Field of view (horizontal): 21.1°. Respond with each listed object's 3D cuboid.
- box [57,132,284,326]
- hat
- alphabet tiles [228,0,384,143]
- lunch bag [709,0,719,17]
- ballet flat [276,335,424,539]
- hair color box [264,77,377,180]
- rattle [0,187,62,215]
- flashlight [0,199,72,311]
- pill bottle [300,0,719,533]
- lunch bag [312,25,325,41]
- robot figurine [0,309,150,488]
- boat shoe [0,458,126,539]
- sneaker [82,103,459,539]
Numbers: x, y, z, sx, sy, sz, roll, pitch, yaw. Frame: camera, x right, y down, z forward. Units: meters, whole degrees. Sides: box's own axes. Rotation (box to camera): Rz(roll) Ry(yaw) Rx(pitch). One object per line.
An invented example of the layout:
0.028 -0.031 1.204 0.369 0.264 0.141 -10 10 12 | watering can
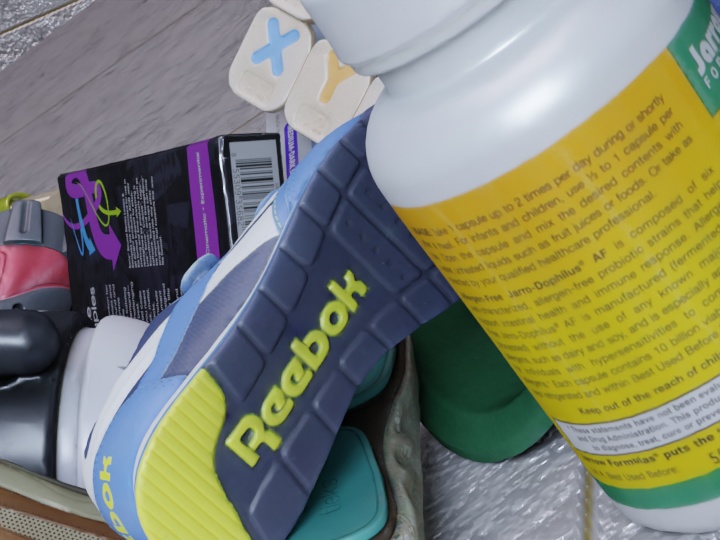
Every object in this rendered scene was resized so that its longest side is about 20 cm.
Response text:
-0.088 0.015 0.915 0.036 0.144 0.200 -6 1 -30 | box
0.117 -0.028 0.759 0.175 0.201 0.165 0 9 -28 | hat
0.016 -0.151 0.930 0.015 0.200 0.196 13 -72 -59 | alphabet tiles
0.170 -0.101 0.693 0.135 0.133 0.200 -23 27 31 | lunch bag
-0.007 0.077 0.700 0.067 0.063 0.200 -15 24 9 | ballet flat
0.045 -0.088 0.973 0.199 0.065 0.110 -29 44 24 | hair color box
-0.150 0.010 1.239 0.130 0.143 0.200 -33 -16 15 | rattle
-0.176 0.060 0.986 0.068 0.067 0.201 101 169 -52 | flashlight
0.072 -0.028 0.583 0.113 0.200 0.113 -34 17 12 | pill bottle
0.064 -0.181 1.137 0.199 0.128 0.170 -31 17 -12 | lunch bag
-0.158 0.077 0.821 0.199 0.126 0.150 0 1 5 | robot figurine
-0.125 0.115 0.681 0.074 0.199 0.076 -93 12 -49 | boat shoe
-0.027 0.014 0.663 0.200 0.074 0.082 -50 20 -26 | sneaker
